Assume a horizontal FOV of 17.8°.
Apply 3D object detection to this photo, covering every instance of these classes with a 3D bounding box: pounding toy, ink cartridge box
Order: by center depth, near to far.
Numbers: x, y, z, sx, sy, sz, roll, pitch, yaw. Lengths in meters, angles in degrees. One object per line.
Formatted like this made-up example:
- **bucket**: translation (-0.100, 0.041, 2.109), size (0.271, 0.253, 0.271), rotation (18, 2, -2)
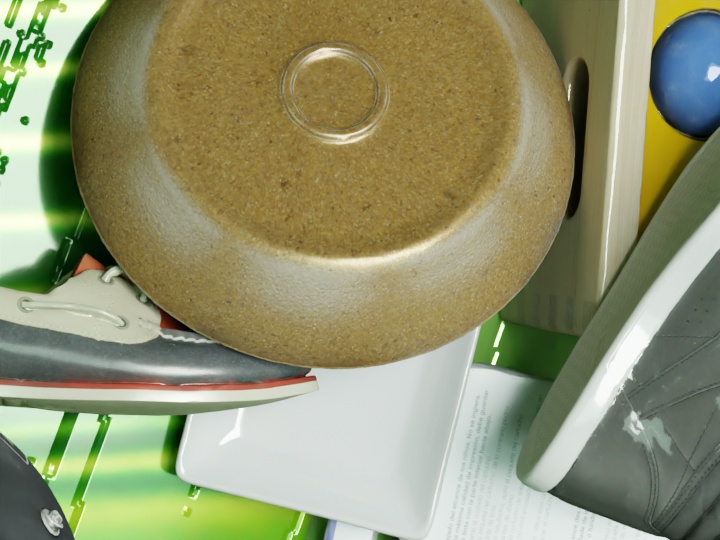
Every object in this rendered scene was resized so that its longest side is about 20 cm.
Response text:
- **pounding toy**: translation (0.171, -0.025, 0.943), size (0.183, 0.142, 0.201), rotation (4, 91, -19)
- **ink cartridge box**: translation (0.078, 0.145, 0.961), size (0.199, 0.043, 0.197), rotation (13, 88, 0)

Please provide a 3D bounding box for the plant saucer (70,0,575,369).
- **plant saucer**: translation (-0.012, -0.062, 0.886), size (0.199, 0.035, 0.201), rotation (2, 67, -6)

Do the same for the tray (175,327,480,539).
- **tray**: translation (0.000, 0.000, 0.934), size (0.107, 0.022, 0.201), rotation (14, 88, 4)

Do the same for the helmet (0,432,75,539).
- **helmet**: translation (-0.195, 0.128, 0.792), size (0.199, 0.200, 0.192), rotation (26, 69, -19)

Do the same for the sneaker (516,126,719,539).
- **sneaker**: translation (0.151, 0.018, 0.859), size (0.099, 0.071, 0.201), rotation (31, 97, -8)

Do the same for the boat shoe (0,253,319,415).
- **boat shoe**: translation (-0.113, 0.024, 0.881), size (0.199, 0.071, 0.063), rotation (2, 80, -11)
